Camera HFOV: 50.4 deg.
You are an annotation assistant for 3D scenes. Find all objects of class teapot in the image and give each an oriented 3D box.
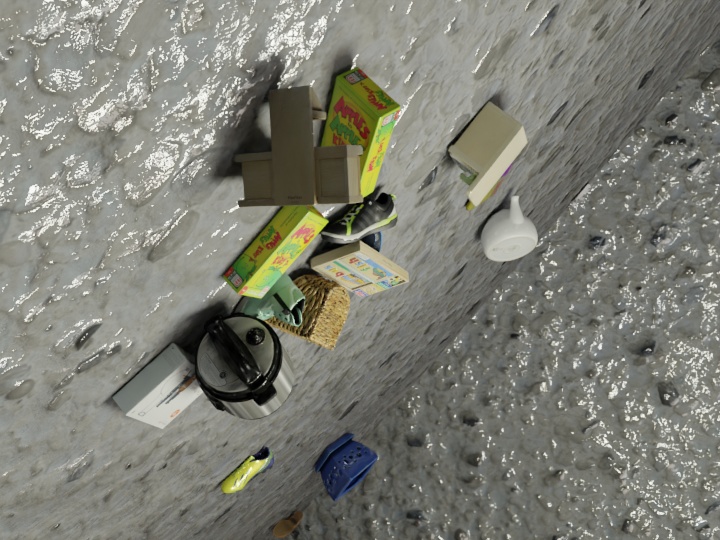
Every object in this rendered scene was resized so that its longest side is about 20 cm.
[{"bbox_3d":[0.477,-0.130,2.506,0.199,0.147,0.197,-26,149,26],"label":"teapot"}]

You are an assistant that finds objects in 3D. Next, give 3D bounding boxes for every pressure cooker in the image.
[{"bbox_3d":[-0.226,0.179,1.477,0.200,0.174,0.180,77,21,-63],"label":"pressure cooker"}]

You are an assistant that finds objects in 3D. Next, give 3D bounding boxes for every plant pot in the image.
[{"bbox_3d":[-0.072,0.838,3.309,0.199,0.180,0.201,-26,155,-45],"label":"plant pot"}]

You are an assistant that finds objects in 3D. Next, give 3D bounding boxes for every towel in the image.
[{"bbox_3d":[0.372,-0.260,2.167,0.143,0.023,0.201,-32,157,-36],"label":"towel"}]

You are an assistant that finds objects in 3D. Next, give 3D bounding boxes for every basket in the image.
[{"bbox_3d":[-0.121,0.077,1.696,0.144,0.148,0.200,-68,162,-8],"label":"basket"}]

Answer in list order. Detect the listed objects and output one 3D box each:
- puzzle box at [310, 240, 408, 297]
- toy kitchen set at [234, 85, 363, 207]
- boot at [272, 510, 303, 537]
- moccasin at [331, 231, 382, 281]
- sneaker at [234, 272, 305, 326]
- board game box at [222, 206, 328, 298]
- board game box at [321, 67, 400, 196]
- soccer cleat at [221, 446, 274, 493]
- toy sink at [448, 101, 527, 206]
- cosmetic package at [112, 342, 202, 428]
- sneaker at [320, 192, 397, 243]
[{"bbox_3d":[0.000,0.000,1.677,0.132,0.026,0.200,-19,150,30],"label":"puzzle box"},{"bbox_3d":[-0.062,-0.185,1.157,0.180,0.198,0.165,-15,104,-58],"label":"toy kitchen set"},{"bbox_3d":[-0.379,1.275,3.778,0.200,0.077,0.156,-35,165,-50],"label":"boot"},{"bbox_3d":[-0.008,-0.028,1.724,0.068,0.080,0.201,-38,161,-42],"label":"moccasin"},{"bbox_3d":[-0.182,0.092,1.537,0.074,0.118,0.201,-26,155,-48],"label":"sneaker"},{"bbox_3d":[-0.156,-0.040,1.421,0.200,0.048,0.101,-48,162,7],"label":"board game box"},{"bbox_3d":[-0.008,-0.218,1.253,0.047,0.102,0.201,-33,158,-30],"label":"board game box"},{"bbox_3d":[-0.363,0.631,2.433,0.199,0.064,0.084,-29,127,-32],"label":"soccer cleat"},{"bbox_3d":[0.283,-0.272,1.797,0.201,0.112,0.130,-52,162,5],"label":"toy sink"},{"bbox_3d":[-0.381,0.232,1.511,0.151,0.052,0.200,-41,162,-7],"label":"cosmetic package"},{"bbox_3d":[-0.005,-0.116,1.601,0.199,0.071,0.084,-22,115,-37],"label":"sneaker"}]
